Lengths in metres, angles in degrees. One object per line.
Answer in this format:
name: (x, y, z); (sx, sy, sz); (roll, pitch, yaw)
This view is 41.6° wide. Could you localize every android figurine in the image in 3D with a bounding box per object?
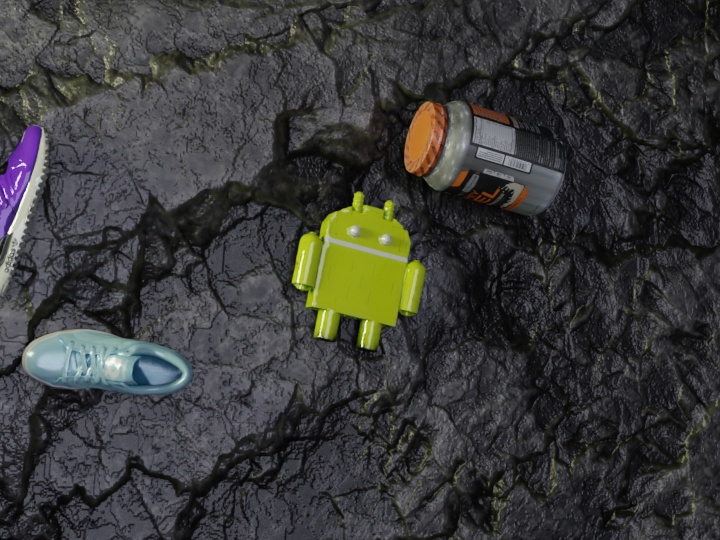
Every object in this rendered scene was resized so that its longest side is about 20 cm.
android figurine: (0.000, 0.000, 1.250); (0.180, 0.041, 0.203); (16, 82, -18)

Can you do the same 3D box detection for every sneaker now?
sneaker: (-0.291, 0.106, 1.108); (0.197, 0.082, 0.075); (4, 83, -20)
sneaker: (-0.421, -0.081, 1.083); (0.098, 0.069, 0.203); (18, 79, -16)

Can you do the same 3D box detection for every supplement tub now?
supplement tub: (0.166, -0.154, 1.281); (0.197, 0.122, 0.125); (14, 81, -18)
